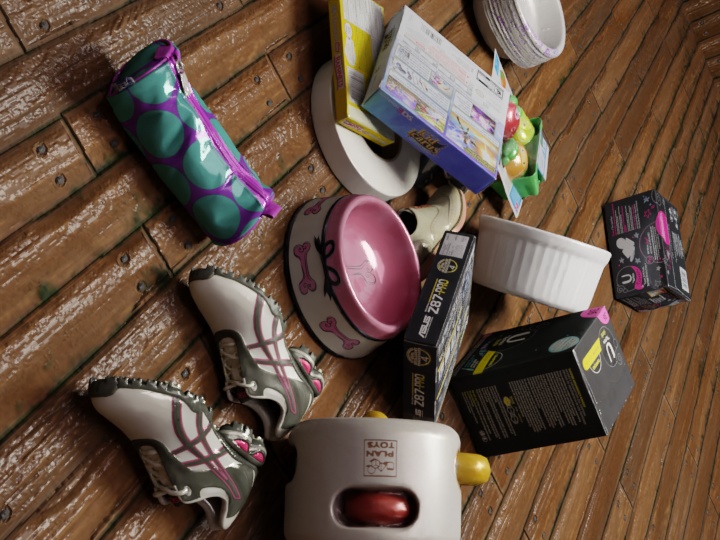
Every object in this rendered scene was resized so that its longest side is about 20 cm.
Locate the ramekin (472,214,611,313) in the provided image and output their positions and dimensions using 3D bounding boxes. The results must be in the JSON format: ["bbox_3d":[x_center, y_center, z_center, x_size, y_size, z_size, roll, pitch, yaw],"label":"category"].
[{"bbox_3d":[0.256,-0.006,1.436,0.199,0.198,0.100,14,94,-51],"label":"ramekin"}]

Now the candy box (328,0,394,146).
[{"bbox_3d":[0.000,-0.271,1.275,0.102,0.026,0.204,21,59,-52],"label":"candy box"}]

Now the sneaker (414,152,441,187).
[{"bbox_3d":[0.105,-0.207,1.434,0.085,0.078,0.202,30,59,0],"label":"sneaker"}]

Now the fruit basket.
[{"bbox_3d":[0.240,-0.219,1.570,0.201,0.092,0.188,65,30,-46],"label":"fruit basket"}]

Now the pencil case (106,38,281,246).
[{"bbox_3d":[-0.168,-0.125,0.987,0.201,0.091,0.086,56,38,-25],"label":"pencil case"}]

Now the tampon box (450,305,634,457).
[{"bbox_3d":[0.250,0.153,1.357,0.150,0.198,0.128,-37,106,-54],"label":"tampon box"}]

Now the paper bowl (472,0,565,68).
[{"bbox_3d":[0.271,-0.454,1.723,0.199,0.103,0.204,28,54,-46],"label":"paper bowl"}]

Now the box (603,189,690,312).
[{"bbox_3d":[0.568,-0.036,1.953,0.131,0.113,0.204,23,60,-49],"label":"box"}]

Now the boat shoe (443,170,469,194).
[{"bbox_3d":[0.150,-0.152,1.423,0.057,0.067,0.200,38,5,1],"label":"boat shoe"}]

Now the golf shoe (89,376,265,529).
[{"bbox_3d":[-0.164,0.159,0.878,0.199,0.076,0.089,40,55,-38],"label":"golf shoe"}]

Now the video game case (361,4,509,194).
[{"bbox_3d":[0.105,-0.226,1.297,0.199,0.045,0.183,35,45,-20],"label":"video game case"}]

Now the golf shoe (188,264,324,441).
[{"bbox_3d":[-0.111,0.082,0.996,0.201,0.076,0.089,53,47,-26],"label":"golf shoe"}]

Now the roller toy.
[{"bbox_3d":[0.015,0.215,1.004,0.181,0.198,0.143,16,71,-46],"label":"roller toy"}]

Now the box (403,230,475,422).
[{"bbox_3d":[0.101,0.075,1.247,0.163,0.048,0.202,86,20,-44],"label":"box"}]

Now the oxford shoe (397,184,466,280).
[{"bbox_3d":[0.090,-0.067,1.341,0.074,0.070,0.201,52,39,-21],"label":"oxford shoe"}]

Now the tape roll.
[{"bbox_3d":[0.011,-0.191,1.311,0.201,0.037,0.207,26,55,-46],"label":"tape roll"}]

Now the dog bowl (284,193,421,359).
[{"bbox_3d":[0.000,0.000,1.184,0.199,0.073,0.204,27,54,-46],"label":"dog bowl"}]
